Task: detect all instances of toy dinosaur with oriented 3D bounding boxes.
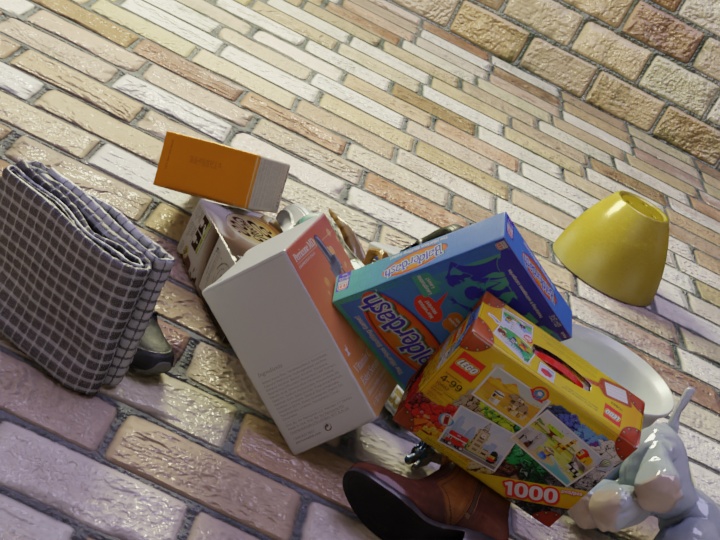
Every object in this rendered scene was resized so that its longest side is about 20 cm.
[{"bbox_3d":[0.000,0.000,1.658,0.060,0.106,0.201,7,69,-52],"label":"toy dinosaur"}]

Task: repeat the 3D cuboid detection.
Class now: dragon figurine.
[{"bbox_3d":[0.143,0.207,1.507,0.200,0.059,0.100,-4,46,-40],"label":"dragon figurine"}]

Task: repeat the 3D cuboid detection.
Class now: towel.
[{"bbox_3d":[-0.296,0.004,1.314,0.200,0.166,0.086,35,29,17],"label":"towel"}]

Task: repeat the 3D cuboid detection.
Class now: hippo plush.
[{"bbox_3d":[0.340,0.274,1.552,0.161,0.159,0.200,55,34,-15],"label":"hippo plush"}]

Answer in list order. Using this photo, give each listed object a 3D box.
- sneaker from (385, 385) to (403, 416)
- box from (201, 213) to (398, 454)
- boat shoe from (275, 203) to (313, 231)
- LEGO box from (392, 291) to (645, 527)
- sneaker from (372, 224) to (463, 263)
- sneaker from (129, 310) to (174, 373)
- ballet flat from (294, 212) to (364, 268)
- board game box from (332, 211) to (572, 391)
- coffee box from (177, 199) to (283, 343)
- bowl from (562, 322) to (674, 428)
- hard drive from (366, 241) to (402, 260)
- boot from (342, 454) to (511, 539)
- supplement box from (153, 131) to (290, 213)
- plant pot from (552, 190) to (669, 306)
[{"bbox_3d":[0.023,0.120,1.550,0.200,0.074,0.116,17,22,-29],"label":"sneaker"},{"bbox_3d":[-0.054,0.064,1.421,0.200,0.106,0.152,61,21,-9],"label":"box"},{"bbox_3d":[-0.092,-0.032,1.742,0.067,0.074,0.200,18,25,-25],"label":"boat shoe"},{"bbox_3d":[0.158,0.141,1.345,0.200,0.149,0.077,35,35,-6],"label":"LEGO box"},{"bbox_3d":[0.048,0.003,1.714,0.115,0.200,0.075,2,62,-31],"label":"sneaker"},{"bbox_3d":[-0.258,0.030,1.414,0.075,0.079,0.200,-1,38,-50],"label":"sneaker"},{"bbox_3d":[-0.030,0.006,1.626,0.067,0.064,0.200,-14,41,-12],"label":"ballet flat"},{"bbox_3d":[0.095,0.037,1.375,0.152,0.200,0.045,51,31,-31],"label":"board game box"},{"bbox_3d":[-0.132,0.007,1.603,0.113,0.080,0.200,14,26,-32],"label":"coffee box"},{"bbox_3d":[0.304,0.160,1.766,0.201,0.091,0.201,24,23,-11],"label":"bowl"},{"bbox_3d":[0.113,0.006,1.880,0.132,0.025,0.200,13,8,-33],"label":"hard drive"},{"bbox_3d":[0.086,0.197,1.378,0.188,0.069,0.200,28,43,-4],"label":"boot"},{"bbox_3d":[-0.176,-0.124,1.740,0.126,0.074,0.200,15,3,8],"label":"supplement box"},{"bbox_3d":[0.457,-0.054,2.333,0.200,0.142,0.200,24,22,-10],"label":"plant pot"}]
